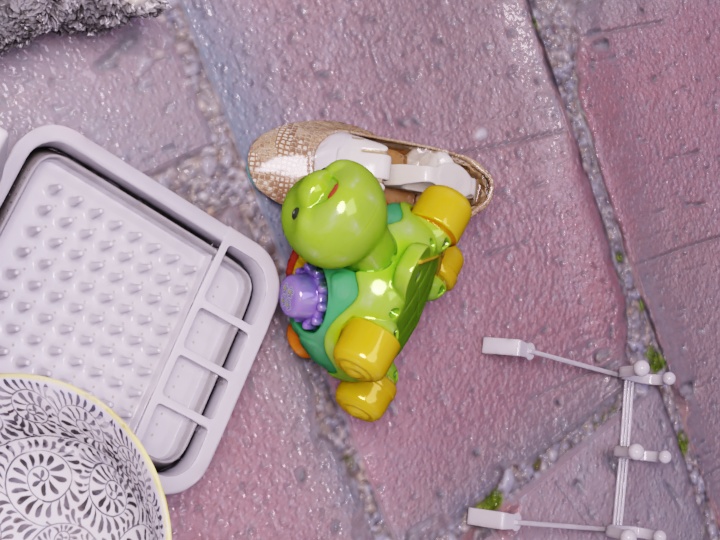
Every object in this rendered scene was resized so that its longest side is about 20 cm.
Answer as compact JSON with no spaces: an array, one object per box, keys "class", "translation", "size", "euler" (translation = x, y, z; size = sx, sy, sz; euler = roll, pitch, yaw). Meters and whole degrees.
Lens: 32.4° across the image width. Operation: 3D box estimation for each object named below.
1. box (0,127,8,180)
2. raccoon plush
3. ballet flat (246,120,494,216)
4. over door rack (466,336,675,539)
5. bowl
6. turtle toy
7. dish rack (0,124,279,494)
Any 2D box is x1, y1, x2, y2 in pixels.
[{"class":"box","translation":[-0.267,0.018,0.562],"size":[0.130,0.200,0.199],"euler":[27,71,-12]},{"class":"raccoon plush","translation":[-0.207,-0.133,0.723],"size":[0.134,0.097,0.200],"euler":[34,87,-41]},{"class":"ballet flat","translation":[0.016,-0.071,0.881],"size":[0.200,0.065,0.071],"euler":[2,86,-37]},{"class":"over door rack","translation":[0.182,0.141,0.993],"size":[0.200,0.067,0.148],"euler":[13,78,-36]},{"class":"bowl","translation":[-0.183,0.164,0.675],"size":[0.094,0.200,0.201],"euler":[60,45,-67]},{"class":"turtle toy","translation":[0.000,0.000,0.814],"size":[0.101,0.200,0.146],"euler":[25,67,12]},{"class":"dish rack","translation":[-0.158,0.026,0.759],"size":[0.200,0.043,0.172],"euler":[34,69,-31]}]
